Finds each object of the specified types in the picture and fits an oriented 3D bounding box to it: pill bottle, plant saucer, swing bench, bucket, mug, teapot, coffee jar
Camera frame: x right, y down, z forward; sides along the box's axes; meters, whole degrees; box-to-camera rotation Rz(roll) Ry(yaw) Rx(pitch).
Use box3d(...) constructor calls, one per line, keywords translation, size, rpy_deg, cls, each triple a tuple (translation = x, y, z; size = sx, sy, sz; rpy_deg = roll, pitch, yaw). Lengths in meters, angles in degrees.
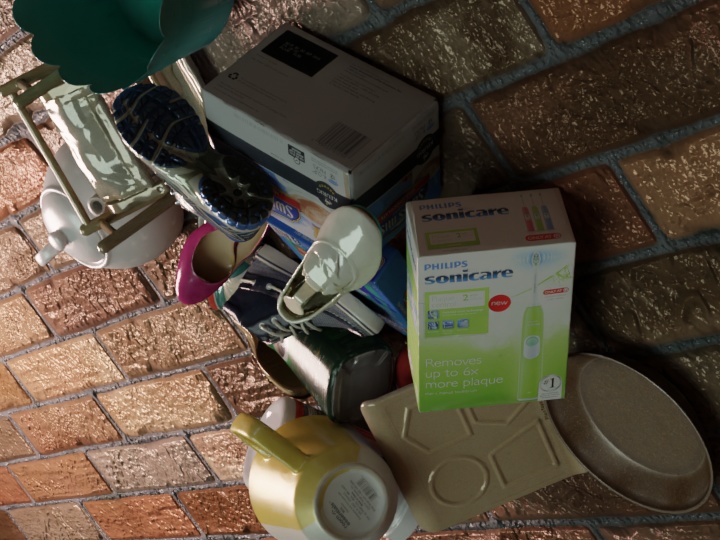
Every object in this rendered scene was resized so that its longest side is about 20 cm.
box3d(translation=(-0.025, 0.234, 1.895), size=(0.199, 0.116, 0.116), rpy_deg=(25, 154, -16), cls="pill bottle")
box3d(translation=(0.270, 0.152, 1.615), size=(0.200, 0.037, 0.201), rpy_deg=(32, 147, 25), cls="plant saucer")
box3d(translation=(-0.258, -0.160, 1.805), size=(0.199, 0.200, 0.130), rpy_deg=(63, 168, -21), cls="swing bench")
box3d(translation=(-0.233, -0.286, 1.617), size=(0.207, 0.135, 0.208), rpy_deg=(16, 119, 30), cls="bucket")
box3d(translation=(-0.048, 0.236, 1.748), size=(0.153, 0.186, 0.150), rpy_deg=(-175, 91, -73), cls="mug")
box3d(translation=(-0.327, -0.072, 2.019), size=(0.197, 0.146, 0.200), rpy_deg=(27, 144, 33), cls="teapot")
box3d(translation=(-0.047, 0.074, 1.836), size=(0.200, 0.085, 0.105), rpy_deg=(46, 142, 42), cls="coffee jar")

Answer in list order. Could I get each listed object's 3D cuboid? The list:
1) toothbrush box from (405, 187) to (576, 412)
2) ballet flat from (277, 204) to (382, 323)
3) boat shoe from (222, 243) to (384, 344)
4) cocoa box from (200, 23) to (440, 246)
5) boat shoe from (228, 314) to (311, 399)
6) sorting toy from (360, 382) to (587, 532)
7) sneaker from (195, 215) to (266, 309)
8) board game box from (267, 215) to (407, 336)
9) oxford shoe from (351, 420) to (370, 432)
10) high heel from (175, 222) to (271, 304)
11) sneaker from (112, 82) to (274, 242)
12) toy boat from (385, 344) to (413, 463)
box3d(translation=(0.119, 0.030, 1.534), size=(0.086, 0.145, 0.200), rpy_deg=(-100, 6, -50), cls="toothbrush box")
box3d(translation=(-0.033, 0.005, 1.548), size=(0.069, 0.069, 0.200), rpy_deg=(46, 153, 3), cls="ballet flat")
box3d(translation=(-0.063, 0.049, 1.751), size=(0.200, 0.093, 0.075), rpy_deg=(28, 170, 46), cls="boat shoe")
box3d(translation=(-0.037, -0.124, 1.598), size=(0.200, 0.133, 0.131), rpy_deg=(30, 146, 29), cls="cocoa box")
box3d(translation=(-0.096, 0.099, 1.961), size=(0.200, 0.072, 0.072), rpy_deg=(45, 162, 47), cls="boat shoe")
box3d(translation=(0.122, 0.173, 1.728), size=(0.037, 0.199, 0.186), rpy_deg=(-96, -17, -61), cls="sorting toy")
box3d(translation=(-0.135, -0.031, 1.917), size=(0.093, 0.070, 0.200), rpy_deg=(10, 130, 12), cls="sneaker")
box3d(translation=(0.000, 0.000, 1.704), size=(0.152, 0.045, 0.200), rpy_deg=(30, 170, 27), cls="board game box")
box3d(translation=(0.007, 0.180, 1.952), size=(0.075, 0.070, 0.200), rpy_deg=(5, 129, 47), cls="oxford shoe")
box3d(translation=(-0.155, -0.020, 1.824), size=(0.067, 0.096, 0.200), rpy_deg=(24, 119, -16), cls="high heel")
box3d(translation=(-0.171, -0.098, 1.603), size=(0.200, 0.077, 0.085), rpy_deg=(45, 157, 13), cls="sneaker")
box3d(translation=(0.078, 0.181, 1.801), size=(0.130, 0.131, 0.200), rpy_deg=(29, 144, 30), cls="toy boat")
